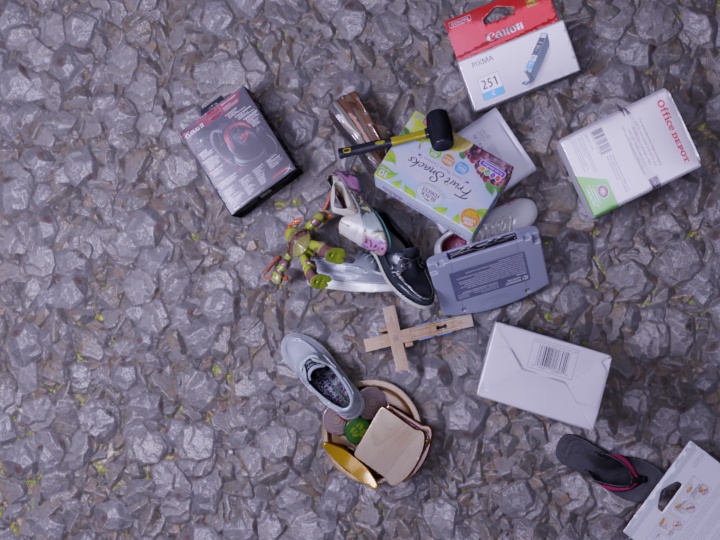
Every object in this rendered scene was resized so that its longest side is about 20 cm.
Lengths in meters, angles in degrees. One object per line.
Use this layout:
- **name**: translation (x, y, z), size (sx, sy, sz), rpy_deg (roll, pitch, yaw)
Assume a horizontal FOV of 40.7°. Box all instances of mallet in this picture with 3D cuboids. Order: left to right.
- **mallet**: translation (0.061, -0.210, 1.632), size (0.197, 0.041, 0.067), rpy_deg (-20, 68, 1)

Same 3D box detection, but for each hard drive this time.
- **hard drive**: translation (0.191, -0.175, 1.706), size (0.198, 0.025, 0.133), rpy_deg (-34, 83, -2)

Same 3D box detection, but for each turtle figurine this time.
- **turtle figurine**: translation (-0.091, -0.048, 1.702), size (0.201, 0.064, 0.161), rpy_deg (-49, 42, -2)

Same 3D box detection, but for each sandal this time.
- **sandal**: translation (0.431, 0.346, 1.676), size (0.197, 0.045, 0.076), rpy_deg (22, 92, 7)

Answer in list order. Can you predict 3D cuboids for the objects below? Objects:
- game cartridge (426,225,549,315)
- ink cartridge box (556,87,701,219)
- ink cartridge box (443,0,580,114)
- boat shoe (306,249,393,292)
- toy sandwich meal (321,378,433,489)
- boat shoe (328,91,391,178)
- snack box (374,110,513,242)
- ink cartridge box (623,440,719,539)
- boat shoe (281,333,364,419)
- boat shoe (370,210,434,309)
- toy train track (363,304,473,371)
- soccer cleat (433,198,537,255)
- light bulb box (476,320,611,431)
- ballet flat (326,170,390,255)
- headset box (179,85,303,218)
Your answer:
- **game cartridge**: translation (0.222, 0.007, 1.674), size (0.196, 0.041, 0.135), rpy_deg (-16, 125, 5)
- **ink cartridge box**: translation (0.455, -0.197, 1.657), size (0.197, 0.084, 0.148), rpy_deg (-25, 87, 7)
- **ink cartridge box**: translation (0.263, -0.395, 1.706), size (0.197, 0.045, 0.179), rpy_deg (-20, 88, 7)
- **boat shoe**: translation (0.000, 0.000, 1.725), size (0.197, 0.070, 0.073), rpy_deg (4, 93, 10)
- **toy sandwich meal**: translation (0.023, 0.293, 1.719), size (0.201, 0.070, 0.210), rpy_deg (0, 90, 8)
- **boat shoe**: translation (0.024, -0.230, 1.721), size (0.071, 0.076, 0.201), rpy_deg (-37, 97, -8)
- **snack box**: translation (0.141, -0.160, 1.656), size (0.198, 0.053, 0.143), rpy_deg (31, 77, 11)
- **ink cartridge box**: translation (0.572, 0.418, 1.658), size (0.173, 0.044, 0.201), rpy_deg (36, 95, 7)
- **boat shoe**: translation (-0.071, 0.177, 1.706), size (0.070, 0.072, 0.201), rpy_deg (-45, 67, -3)
- **boat shoe**: translation (0.073, -0.024, 1.681), size (0.201, 0.073, 0.067), rpy_deg (60, 140, 33)
- **toy train track**: translation (0.104, 0.112, 1.732), size (0.196, 0.033, 0.117), rpy_deg (-13, 81, 2)
- **soccer cleat**: translation (0.219, -0.064, 1.687), size (0.198, 0.086, 0.071), rpy_deg (-28, 85, 6)
- **light bulb box**: translation (0.300, 0.170, 1.618), size (0.195, 0.200, 0.127), rpy_deg (16, 90, 7)
- **ballet flat**: translation (-0.013, -0.099, 1.686), size (0.070, 0.070, 0.202), rpy_deg (-4, 48, -25)
- **headset box**: translation (-0.219, -0.221, 1.753), size (0.148, 0.075, 0.202), rpy_deg (-34, 85, 6)
